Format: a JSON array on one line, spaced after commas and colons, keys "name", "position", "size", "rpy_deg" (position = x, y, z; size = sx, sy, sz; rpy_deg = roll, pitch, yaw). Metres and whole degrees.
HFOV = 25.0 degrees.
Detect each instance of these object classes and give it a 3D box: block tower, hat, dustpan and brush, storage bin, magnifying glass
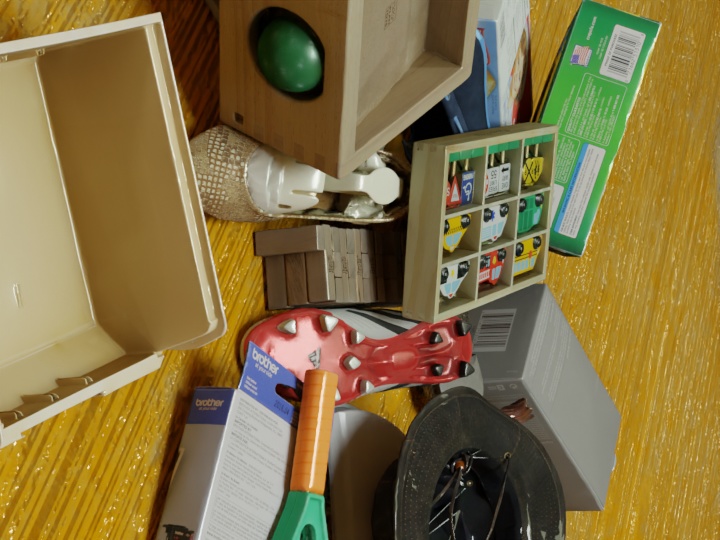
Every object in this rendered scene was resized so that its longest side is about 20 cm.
[{"name": "block tower", "position": [0.000, 0.000, 1.191], "size": [0.200, 0.054, 0.058], "rpy_deg": [5, 80, -59]}, {"name": "hat", "position": [0.061, 0.184, 1.147], "size": [0.200, 0.081, 0.202], "rpy_deg": [17, 67, -47]}, {"name": "dustpan and brush", "position": [0.017, 0.160, 1.204], "size": [0.200, 0.057, 0.140], "rpy_deg": [-5, 93, -54]}, {"name": "storage bin", "position": [-0.176, -0.018, 0.849], "size": [0.200, 0.093, 0.200], "rpy_deg": [-28, 108, -59]}, {"name": "magnifying glass", "position": [-0.036, 0.164, 1.042], "size": [0.079, 0.022, 0.201], "rpy_deg": [25, 67, -56]}]

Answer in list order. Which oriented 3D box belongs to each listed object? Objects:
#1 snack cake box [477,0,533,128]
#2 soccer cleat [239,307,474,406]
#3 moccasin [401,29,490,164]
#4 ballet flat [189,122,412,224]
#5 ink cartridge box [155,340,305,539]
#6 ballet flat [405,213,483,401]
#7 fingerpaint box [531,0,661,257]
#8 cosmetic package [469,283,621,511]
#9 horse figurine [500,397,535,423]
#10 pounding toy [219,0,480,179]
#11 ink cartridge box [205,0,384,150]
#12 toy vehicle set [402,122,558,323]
[{"name": "snack cake box", "position": [0.095, -0.165, 1.315], "size": [0.201, 0.067, 0.115], "rpy_deg": [81, 21, -47]}, {"name": "soccer cleat", "position": [-0.008, 0.058, 1.158], "size": [0.199, 0.085, 0.069], "rpy_deg": [-3, 91, -36]}, {"name": "moccasin", "position": [0.057, -0.098, 1.238], "size": [0.068, 0.080, 0.201], "rpy_deg": [-40, 132, -35]}, {"name": "ballet flat", "position": [-0.033, -0.065, 1.093], "size": [0.199, 0.065, 0.071], "rpy_deg": [-3, 96, -46]}, {"name": "ink cartridge box", "position": [-0.077, 0.159, 1.032], "size": [0.119, 0.042, 0.201], "rpy_deg": [42, 56, -50]}, {"name": "ballet flat", "position": [0.064, 0.023, 1.316], "size": [0.067, 0.046, 0.201], "rpy_deg": [1, 77, -29]}, {"name": "fingerpaint box", "position": [0.181, -0.116, 1.383], "size": [0.167, 0.073, 0.201], "rpy_deg": [-17, 126, -86]}, {"name": "cosmetic package", "position": [0.151, 0.114, 1.405], "size": [0.200, 0.090, 0.107], "rpy_deg": [60, 37, -40]}, {"name": "horse figurine", "position": [0.099, 0.203, 1.307], "size": [0.132, 0.050, 0.201], "rpy_deg": [-6, 98, -32]}, {"name": "pounding toy", "position": [-0.032, -0.182, 1.023], "size": [0.200, 0.142, 0.185], "rpy_deg": [-41, 148, -39]}, {"name": "ink cartridge box", "position": [-0.027, -0.184, 1.188], "size": [0.200, 0.044, 0.177], "rpy_deg": [60, 38, -36]}, {"name": "toy vehicle set", "position": [0.092, -0.041, 1.203], "size": [0.200, 0.026, 0.125], "rpy_deg": [-18, 114, -59]}]
